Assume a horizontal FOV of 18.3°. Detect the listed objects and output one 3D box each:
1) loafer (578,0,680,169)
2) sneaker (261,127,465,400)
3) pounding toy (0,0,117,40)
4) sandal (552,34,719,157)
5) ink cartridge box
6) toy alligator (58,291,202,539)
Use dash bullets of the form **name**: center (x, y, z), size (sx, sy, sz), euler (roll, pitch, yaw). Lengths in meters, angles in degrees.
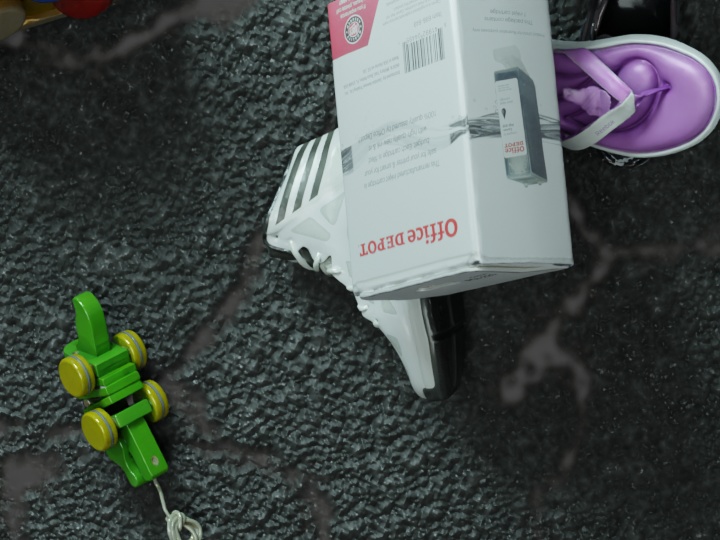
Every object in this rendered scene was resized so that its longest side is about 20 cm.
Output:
- **loafer**: center (0.180, -0.164, 1.484), size (0.071, 0.063, 0.201), euler (8, 102, 9)
- **sneaker**: center (0.000, 0.000, 1.551), size (0.115, 0.076, 0.202), euler (-14, 90, 21)
- **pounding toy**: center (-0.245, -0.201, 1.504), size (0.199, 0.184, 0.143), euler (-16, 85, 12)
- **sandal**: center (0.143, -0.113, 1.470), size (0.202, 0.050, 0.083), euler (9, 115, 36)
- **ink cartridge box**: center (0.056, -0.089, 1.437), size (0.084, 0.145, 0.201), euler (1, 81, -33)
- **toy alligator**: center (-0.172, 0.112, 1.604), size (0.054, 0.059, 0.201), euler (-12, 103, 54)
